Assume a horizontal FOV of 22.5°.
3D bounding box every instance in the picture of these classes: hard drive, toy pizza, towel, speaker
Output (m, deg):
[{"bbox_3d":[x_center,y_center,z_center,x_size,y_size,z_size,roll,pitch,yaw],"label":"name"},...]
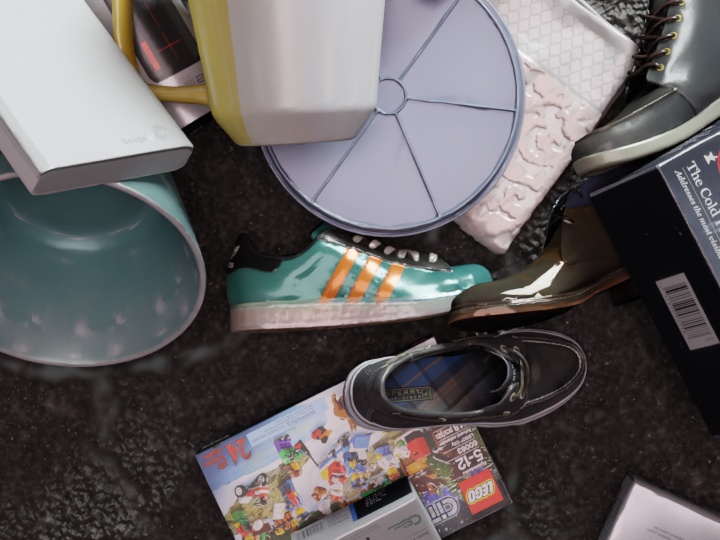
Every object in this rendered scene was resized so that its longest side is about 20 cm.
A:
[{"bbox_3d":[-0.215,-0.139,1.202,0.201,0.131,0.026,52,129,21],"label":"hard drive"},{"bbox_3d":[0.020,-0.125,1.309,0.198,0.032,0.203,0,90,1],"label":"toy pizza"},{"bbox_3d":[0.084,-0.146,1.340,0.199,0.032,0.192,38,91,0],"label":"towel"},{"bbox_3d":[-0.171,-0.187,1.314,0.081,0.081,0.201,-30,91,0],"label":"speaker"}]

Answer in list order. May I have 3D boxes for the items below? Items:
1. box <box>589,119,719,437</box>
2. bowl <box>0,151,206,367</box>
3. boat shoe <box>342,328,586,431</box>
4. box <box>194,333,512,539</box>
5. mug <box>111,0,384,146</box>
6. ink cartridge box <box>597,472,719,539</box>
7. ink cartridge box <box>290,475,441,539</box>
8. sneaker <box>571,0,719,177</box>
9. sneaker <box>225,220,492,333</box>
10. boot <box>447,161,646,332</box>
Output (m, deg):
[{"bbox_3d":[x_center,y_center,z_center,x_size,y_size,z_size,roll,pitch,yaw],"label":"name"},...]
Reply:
[{"bbox_3d":[0.296,-0.015,1.278,0.181,0.104,0.201,-29,92,-23],"label":"box"},{"bbox_3d":[-0.205,-0.034,1.279,0.198,0.202,0.106,-1,47,0],"label":"bowl"},{"bbox_3d":[0.086,0.076,1.292,0.198,0.066,0.071,-2,81,-25],"label":"boat shoe"},{"bbox_3d":[-0.005,0.152,1.341,0.198,0.038,0.138,-26,91,0],"label":"box"},{"bbox_3d":[-0.061,-0.165,1.241,0.148,0.185,0.155,-9,98,-44],"label":"mug"},{"bbox_3d":[0.248,0.282,1.343,0.195,0.043,0.202,25,94,-1],"label":"ink cartridge box"},{"bbox_3d":[0.034,0.255,1.322,0.099,0.039,0.201,-26,113,0],"label":"ink cartridge box"},{"bbox_3d":[0.210,-0.146,1.296,0.199,0.075,0.107,-30,95,-29],"label":"sneaker"},{"bbox_3d":[0.000,0.000,1.322,0.197,0.071,0.081,-4,86,-5],"label":"sneaker"},{"bbox_3d":[0.143,-0.016,1.313,0.198,0.075,0.098,-11,81,-23],"label":"boot"}]
